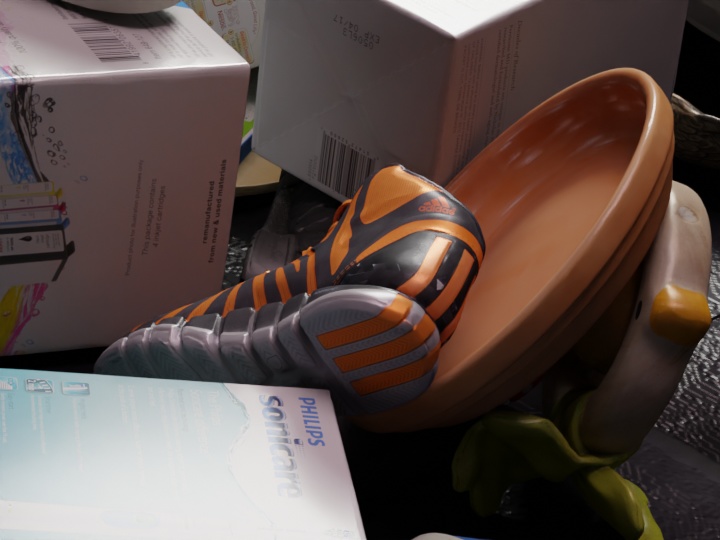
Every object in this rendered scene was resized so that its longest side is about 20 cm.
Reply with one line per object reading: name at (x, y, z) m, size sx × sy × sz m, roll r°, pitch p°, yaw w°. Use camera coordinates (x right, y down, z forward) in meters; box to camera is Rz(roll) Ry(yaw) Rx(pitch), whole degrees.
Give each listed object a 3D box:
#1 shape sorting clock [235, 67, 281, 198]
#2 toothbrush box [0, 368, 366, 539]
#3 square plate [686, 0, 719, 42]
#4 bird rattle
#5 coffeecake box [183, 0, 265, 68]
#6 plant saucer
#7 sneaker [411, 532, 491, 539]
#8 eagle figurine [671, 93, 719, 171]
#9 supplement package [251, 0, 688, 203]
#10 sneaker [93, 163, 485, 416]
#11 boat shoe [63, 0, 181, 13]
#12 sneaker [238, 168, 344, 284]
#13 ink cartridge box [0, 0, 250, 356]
shape sorting clock at (-0.115, -0.094, 1.599) m, size 0.199 × 0.039 × 0.200 m, roll 17°, pitch 24°, yaw -8°
toothbrush box at (-0.104, 0.111, 1.170) m, size 0.199 × 0.086 × 0.147 m, roll 3°, pitch 27°, yaw -11°
square plate at (0.214, -0.179, 1.760) m, size 0.028 × 0.198 × 0.200 m, roll -47°, pitch 48°, yaw -6°
bird rattle at (0.115, 0.032, 1.326) m, size 0.112 × 0.163 × 0.200 m, roll 26°, pitch 36°, yaw -8°
coffeecake box at (-0.026, -0.190, 1.624) m, size 0.199 × 0.073 × 0.154 m, roll -17°, pitch 33°, yaw -7°
plant saucer at (0.068, -0.003, 1.300) m, size 0.037 × 0.200 × 0.200 m, roll 41°, pitch 22°, yaw -17°
sneaker at (0.115, 0.148, 1.175) m, size 0.199 × 0.077 × 0.111 m, roll 26°, pitch 38°, yaw 20°
eagle figurine at (0.129, -0.103, 1.640) m, size 0.151 × 0.151 × 0.201 m, roll -28°, pitch 64°, yaw 11°
supplement package at (0.059, -0.116, 1.470) m, size 0.121 × 0.120 × 0.200 m, roll 30°, pitch 40°, yaw 32°
sneaker at (-0.022, 0.019, 1.294) m, size 0.199 × 0.078 × 0.112 m, roll -12°, pitch 31°, yaw 39°
boat shoe at (-0.169, -0.174, 1.400) m, size 0.199 × 0.062 × 0.075 m, roll 20°, pitch 28°, yaw 29°
sneaker at (0.000, -0.003, 1.450) m, size 0.104 × 0.060 × 0.200 m, roll 11°, pitch 33°, yaw 6°
ink cartridge box at (-0.177, -0.054, 1.389) m, size 0.199 × 0.145 × 0.147 m, roll -5°, pitch 29°, yaw -26°
